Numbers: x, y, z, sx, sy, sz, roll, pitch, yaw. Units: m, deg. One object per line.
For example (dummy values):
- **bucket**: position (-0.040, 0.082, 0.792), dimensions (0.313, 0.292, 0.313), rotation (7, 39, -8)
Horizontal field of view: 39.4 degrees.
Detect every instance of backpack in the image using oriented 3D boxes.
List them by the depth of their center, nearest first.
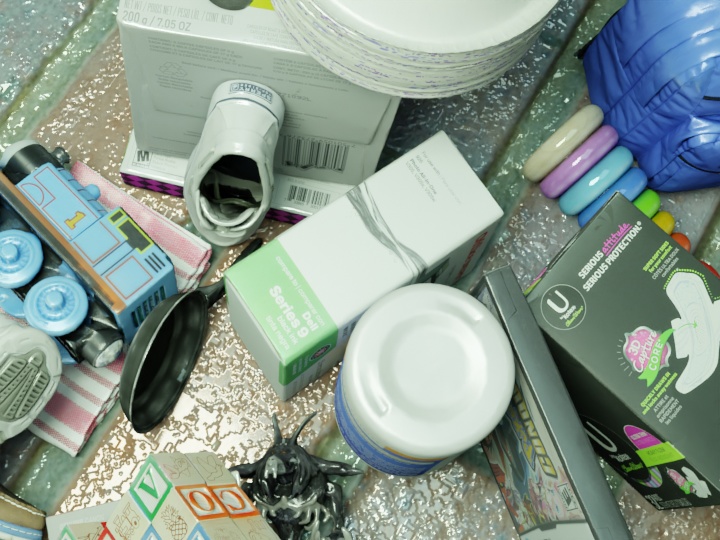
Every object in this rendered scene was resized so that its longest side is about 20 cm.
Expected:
- **backpack**: position (0.296, -0.167, 0.821), dimensions (0.161, 0.200, 0.170), rotation (-14, 75, -10)

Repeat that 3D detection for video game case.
- **video game case**: position (0.118, 0.116, 0.731), dimensions (0.025, 0.181, 0.202), rotation (-19, 76, -11)
- **video game case**: position (-0.086, -0.138, 0.864), dimensions (0.197, 0.036, 0.183), rotation (13, 73, -2)

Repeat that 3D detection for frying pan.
- **frying pan**: position (-0.134, 0.033, 0.769), dimensions (0.031, 0.115, 0.192), rotation (20, 72, 10)

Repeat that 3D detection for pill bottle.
- **pill bottle**: position (0.037, 0.088, 0.722), dimensions (0.110, 0.200, 0.114), rotation (1, 74, -5)

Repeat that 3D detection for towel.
- **towel**: position (-0.229, 0.026, 0.807), dimensions (0.145, 0.030, 0.201), rotation (32, 74, 5)

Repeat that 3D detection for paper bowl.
- **paper bowl**: position (0.039, -0.218, 0.622), dimensions (0.198, 0.104, 0.203), rotation (3, 73, -9)

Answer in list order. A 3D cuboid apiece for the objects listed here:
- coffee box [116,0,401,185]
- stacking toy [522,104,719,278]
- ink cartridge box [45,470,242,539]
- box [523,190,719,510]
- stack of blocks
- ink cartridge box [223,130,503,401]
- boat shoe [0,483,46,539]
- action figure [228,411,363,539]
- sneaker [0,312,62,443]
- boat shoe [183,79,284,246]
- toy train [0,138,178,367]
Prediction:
- **coffee box**: position (-0.062, -0.205, 0.763), dimensions (0.197, 0.200, 0.200), rotation (9, 71, -5)
- **stacking toy**: position (0.231, -0.041, 0.846), dimensions (0.085, 0.085, 0.200), rotation (-41, 86, -15)
- **ink cartridge box**: position (-0.129, 0.241, 0.682), dimensions (0.198, 0.045, 0.179), rotation (-19, 73, 33)
- **box**: position (0.214, 0.068, 0.770), dimensions (0.200, 0.149, 0.124), rotation (43, 76, 7)
- **stack of blocks**: position (-0.145, 0.210, 0.634), dimensions (0.115, 0.058, 0.201), rotation (43, 109, 32)
- **ink cartridge box**: position (0.000, 0.000, 0.773), dimensions (0.199, 0.146, 0.084), rotation (-34, 78, -13)
- **boat shoe**: position (-0.312, 0.133, 0.745), dimensions (0.198, 0.072, 0.073), rotation (28, 72, 4)
- **action figure**: position (-0.057, 0.200, 0.734), dimensions (0.117, 0.102, 0.203), rotation (-2, 75, 6)
- **sneaker**: position (-0.296, 0.112, 0.694), dimensions (0.099, 0.078, 0.200), rotation (26, 70, 42)
- **boat shoe**: position (-0.101, -0.060, 0.751), dimensions (0.073, 0.201, 0.066), rotation (10, 62, -4)
- **toy train**: position (-0.233, -0.018, 0.768), dimensions (0.200, 0.087, 0.114), rotation (44, 67, 13)
